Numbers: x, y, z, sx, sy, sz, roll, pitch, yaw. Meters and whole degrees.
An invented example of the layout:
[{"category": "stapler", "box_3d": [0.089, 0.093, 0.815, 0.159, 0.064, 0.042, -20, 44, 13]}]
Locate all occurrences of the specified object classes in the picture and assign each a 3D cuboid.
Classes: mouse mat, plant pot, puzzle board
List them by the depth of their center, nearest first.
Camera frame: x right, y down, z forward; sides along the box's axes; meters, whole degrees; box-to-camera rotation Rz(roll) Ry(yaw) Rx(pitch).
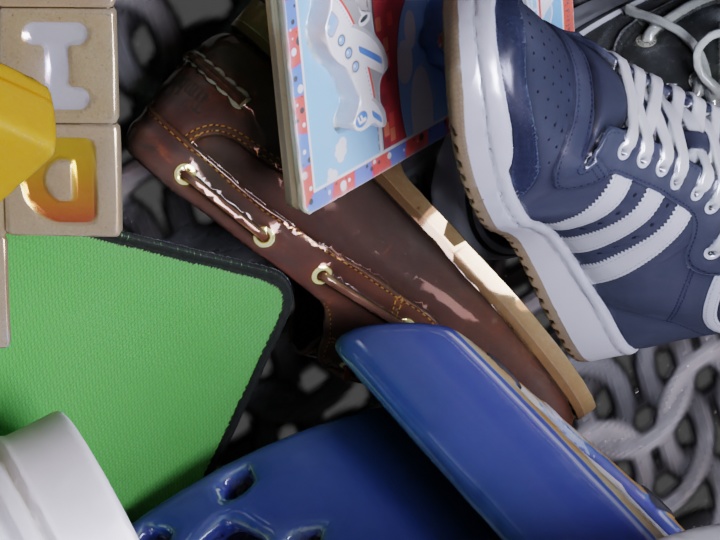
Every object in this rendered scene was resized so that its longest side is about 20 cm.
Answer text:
[{"category": "puzzle board", "box_3d": [0.021, -0.135, 0.832, 0.151, 0.017, 0.200, -31, 125, -44]}, {"category": "mouse mat", "box_3d": [-0.122, 0.071, 0.852, 0.161, 0.008, 0.200, 14, 112, -34]}, {"category": "plant pot", "box_3d": [0.038, 0.145, 0.861, 0.180, 0.200, 0.200, -47, 135, 3]}]

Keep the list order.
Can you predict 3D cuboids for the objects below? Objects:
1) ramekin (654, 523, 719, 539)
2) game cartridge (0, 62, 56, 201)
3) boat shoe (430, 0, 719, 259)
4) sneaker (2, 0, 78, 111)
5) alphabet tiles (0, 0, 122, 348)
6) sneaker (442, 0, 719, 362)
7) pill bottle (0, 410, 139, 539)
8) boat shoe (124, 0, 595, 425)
[{"category": "ramekin", "box_3d": [0.098, 0.175, 0.727, 0.202, 0.094, 0.203, -19, 125, -28]}, {"category": "game cartridge", "box_3d": [-0.208, -0.015, 0.713, 0.176, 0.032, 0.200, 25, 128, -37]}, {"category": "boat shoe", "box_3d": [0.116, -0.063, 0.963, 0.199, 0.068, 0.074, -30, 119, -23]}, {"category": "sneaker", "box_3d": [-0.089, -0.109, 0.802, 0.084, 0.074, 0.200, -22, 126, -48]}, {"category": "alphabet tiles", "box_3d": [-0.151, -0.074, 0.761, 0.166, 0.006, 0.201, 1, 107, 2]}, {"category": "sneaker", "box_3d": [0.097, -0.035, 0.852, 0.200, 0.108, 0.070, 54, 32, -58]}, {"category": "pill bottle", "box_3d": [-0.158, 0.121, 0.789, 0.200, 0.109, 0.109, -28, 119, -11]}, {"category": "boat shoe", "box_3d": [0.000, 0.000, 0.908, 0.070, 0.070, 0.200, -46, 117, -6]}]
